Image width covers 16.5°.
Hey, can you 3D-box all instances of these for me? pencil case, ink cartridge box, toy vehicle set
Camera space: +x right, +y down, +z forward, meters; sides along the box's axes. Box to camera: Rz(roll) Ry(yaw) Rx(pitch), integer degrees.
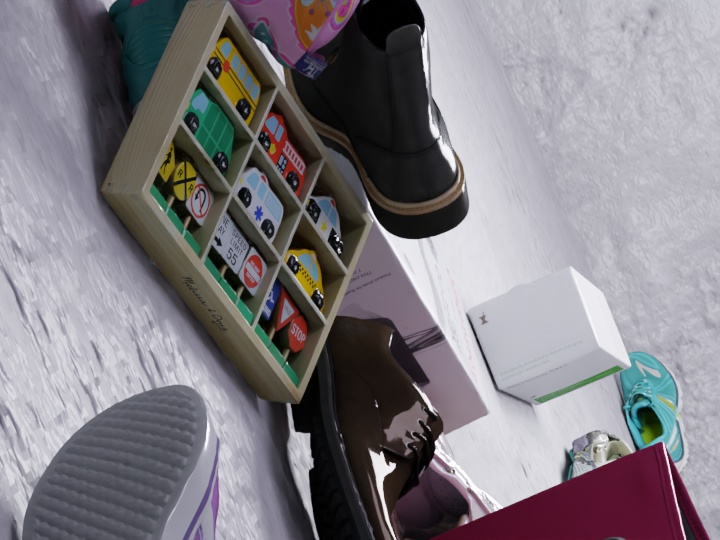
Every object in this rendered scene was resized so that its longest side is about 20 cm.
[{"bbox_3d":[-0.088,-0.185,1.318,0.199,0.088,0.087,34,15,-5],"label":"pencil case"},{"bbox_3d":[0.000,0.000,1.589,0.145,0.083,0.201,-102,166,-49],"label":"ink cartridge box"},{"bbox_3d":[-0.062,-0.033,1.328,0.200,0.026,0.125,55,48,-48],"label":"toy vehicle set"}]

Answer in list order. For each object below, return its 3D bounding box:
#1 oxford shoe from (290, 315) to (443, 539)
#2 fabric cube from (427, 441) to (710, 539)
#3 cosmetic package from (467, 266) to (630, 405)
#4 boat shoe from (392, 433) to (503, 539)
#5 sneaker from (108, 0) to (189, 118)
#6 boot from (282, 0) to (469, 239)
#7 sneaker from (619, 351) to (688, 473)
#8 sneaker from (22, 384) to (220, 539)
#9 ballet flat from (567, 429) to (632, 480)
[{"bbox_3d":[0.010,0.099,1.383,0.073,0.084,0.201,98,-14,-48],"label":"oxford shoe"},{"bbox_3d":[0.121,0.248,1.352,0.197,0.198,0.201,-89,155,-64],"label":"fabric cube"},{"bbox_3d":[0.179,0.063,2.323,0.200,0.107,0.085,21,47,-74],"label":"cosmetic package"},{"bbox_3d":[0.050,0.162,1.555,0.201,0.071,0.069,54,15,-20],"label":"boat shoe"},{"bbox_3d":[-0.086,-0.118,1.424,0.200,0.083,0.122,32,46,-71],"label":"sneaker"},{"bbox_3d":[0.004,-0.129,1.423,0.200,0.077,0.139,51,-21,46],"label":"boot"},{"bbox_3d":[0.374,0.175,3.200,0.080,0.077,0.201,46,22,-40],"label":"sneaker"},{"bbox_3d":[-0.078,0.141,0.939,0.201,0.072,0.115,-83,154,-51],"label":"sneaker"},{"bbox_3d":[0.239,0.201,2.443,0.200,0.072,0.072,-71,136,-75],"label":"ballet flat"}]
